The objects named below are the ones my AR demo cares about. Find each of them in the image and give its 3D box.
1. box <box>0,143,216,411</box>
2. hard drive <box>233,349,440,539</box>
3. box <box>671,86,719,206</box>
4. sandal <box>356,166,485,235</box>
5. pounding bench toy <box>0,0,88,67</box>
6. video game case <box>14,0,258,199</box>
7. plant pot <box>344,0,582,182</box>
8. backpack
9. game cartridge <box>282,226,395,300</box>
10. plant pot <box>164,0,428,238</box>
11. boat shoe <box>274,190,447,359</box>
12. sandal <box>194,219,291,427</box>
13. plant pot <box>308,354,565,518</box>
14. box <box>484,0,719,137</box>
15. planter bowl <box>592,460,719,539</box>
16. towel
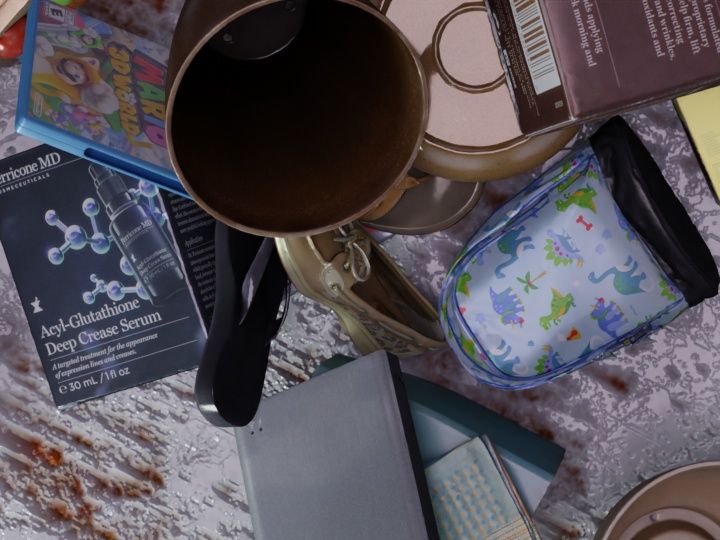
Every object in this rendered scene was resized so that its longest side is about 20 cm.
[{"bbox_3d":[-0.183,-0.013,1.707,0.148,0.107,0.201,-18,93,22],"label":"box"},{"bbox_3d":[-0.014,0.176,1.603,0.139,0.033,0.201,-24,65,23],"label":"hard drive"},{"bbox_3d":[0.257,-0.148,1.676,0.050,0.075,0.201,-23,92,6],"label":"box"},{"bbox_3d":[-0.004,-0.073,1.688,0.198,0.054,0.081,10,96,6],"label":"sandal"},{"bbox_3d":[-0.264,-0.272,1.696,0.156,0.124,0.200,43,98,1],"label":"pounding bench toy"},{"bbox_3d":[-0.157,-0.119,1.625,0.199,0.144,0.018,21,129,-22],"label":"video game case"},{"bbox_3d":[0.086,-0.166,1.643,0.198,0.027,0.202,0,95,2],"label":"plant pot"},{"bbox_3d":[0.152,0.005,1.681,0.199,0.154,0.164,-28,99,21],"label":"backpack"},{"bbox_3d":[-0.017,-0.078,1.734,0.199,0.041,0.134,-30,88,8],"label":"game cartridge"},{"bbox_3d":[-0.065,-0.154,1.598,0.185,0.200,0.188,-7,121,-11],"label":"plant pot"},{"bbox_3d":[0.000,0.000,1.673,0.062,0.200,0.074,-7,55,30],"label":"boat shoe"},{"bbox_3d":[-0.077,0.021,1.651,0.043,0.076,0.202,-7,68,36],"label":"sandal"},{"bbox_3d":[0.035,0.158,1.700,0.199,0.141,0.142,31,98,5],"label":"plant pot"},{"bbox_3d":[0.200,-0.201,1.548,0.198,0.164,0.167,-16,91,-7],"label":"box"},{"bbox_3d":[0.255,0.242,1.673,0.198,0.135,0.202,0,89,-9],"label":"planter bowl"},{"bbox_3d":[0.075,0.240,1.619,0.146,0.022,0.201,-28,88,13],"label":"towel"}]
